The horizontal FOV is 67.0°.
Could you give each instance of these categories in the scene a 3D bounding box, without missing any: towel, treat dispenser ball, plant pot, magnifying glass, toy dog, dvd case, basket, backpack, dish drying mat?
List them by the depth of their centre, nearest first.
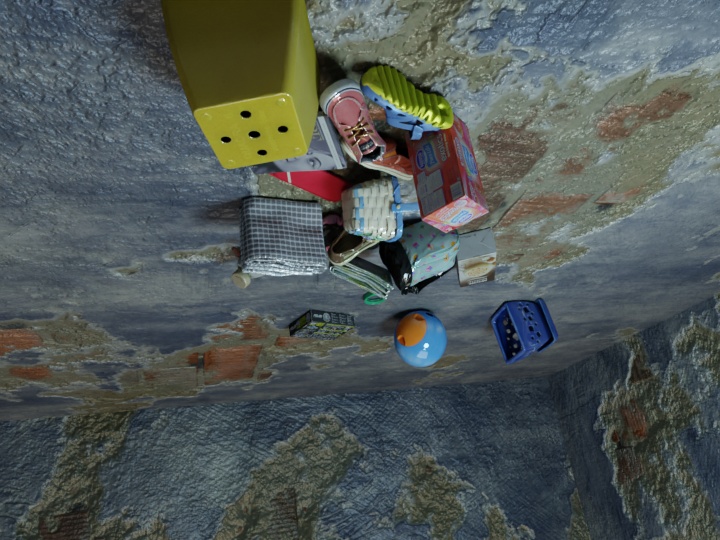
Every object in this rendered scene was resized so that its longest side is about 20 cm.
[{"bbox_3d":[-0.158,-0.269,0.790,0.194,0.181,0.201,-10,156,1],"label":"plant pot"},{"bbox_3d":[-0.135,-0.233,1.016,0.194,0.016,0.149,-2,153,12],"label":"dvd case"},{"bbox_3d":[-0.100,-0.193,1.167,0.076,0.019,0.198,-29,149,34],"label":"dish drying mat"},{"bbox_3d":[0.062,-0.134,1.176,0.195,0.143,0.176,-9,-175,-11],"label":"basket"},{"bbox_3d":[-0.170,-0.076,1.219,0.195,0.169,0.086,2,148,-23],"label":"towel"},{"bbox_3d":[-0.257,-0.034,1.368,0.197,0.133,0.097,-26,113,25],"label":"toy dog"},{"bbox_3d":[0.163,-0.048,1.401,0.196,0.169,0.128,-18,150,-16],"label":"backpack"},{"bbox_3d":[0.000,0.000,1.404,0.168,0.049,0.200,27,-170,-7],"label":"towel"},{"bbox_3d":[0.061,0.066,1.781,0.077,0.023,0.201,-2,156,-14],"label":"magnifying glass"},{"bbox_3d":[0.221,0.252,2.011,0.195,0.206,0.202,-7,156,-3],"label":"treat dispenser ball"},{"bbox_3d":[0.649,0.232,2.138,0.175,0.204,0.201,-12,156,-11],"label":"plant pot"}]

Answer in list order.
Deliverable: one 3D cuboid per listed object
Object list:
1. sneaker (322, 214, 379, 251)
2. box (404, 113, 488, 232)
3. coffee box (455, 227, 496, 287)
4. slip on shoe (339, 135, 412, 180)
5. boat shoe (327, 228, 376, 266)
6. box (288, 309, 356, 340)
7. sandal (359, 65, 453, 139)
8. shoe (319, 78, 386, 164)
[{"bbox_3d":[-0.026,-0.068,1.369,0.197,0.098,0.078,13,147,-42],"label":"sneaker"},{"bbox_3d":[0.161,-0.191,1.038,0.101,0.205,0.094,-26,151,33],"label":"box"},{"bbox_3d":[0.333,-0.033,1.585,0.111,0.082,0.201,-12,155,8],"label":"coffee box"},{"bbox_3d":[0.041,-0.236,1.075,0.196,0.075,0.062,11,127,-36],"label":"slip on shoe"},{"bbox_3d":[0.007,-0.090,1.267,0.202,0.075,0.075,-44,166,-12],"label":"boat shoe"},{"bbox_3d":[-0.137,0.201,1.971,0.196,0.045,0.159,10,149,-36],"label":"box"},{"bbox_3d":[0.073,-0.284,0.956,0.197,0.081,0.086,19,148,-36],"label":"sandal"},{"bbox_3d":[-0.005,-0.246,0.923,0.071,0.092,0.200,-31,172,9],"label":"shoe"}]
